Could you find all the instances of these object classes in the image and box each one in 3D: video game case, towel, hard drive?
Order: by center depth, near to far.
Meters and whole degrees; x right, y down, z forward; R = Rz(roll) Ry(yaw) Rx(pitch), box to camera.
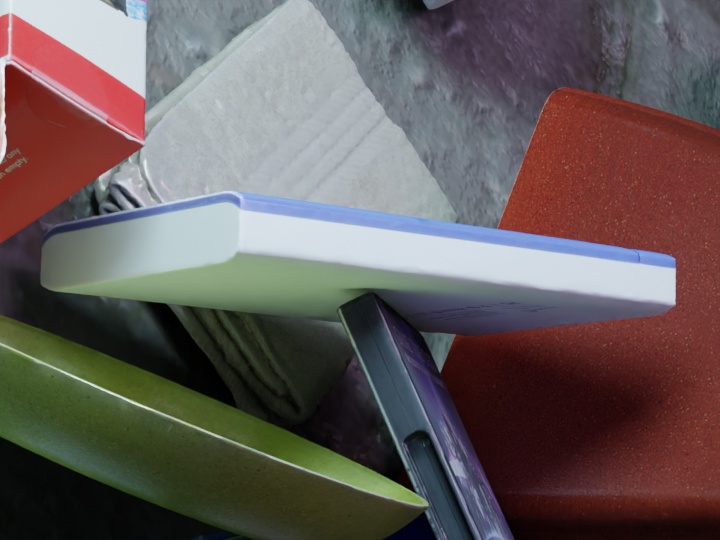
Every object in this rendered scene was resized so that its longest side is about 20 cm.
[{"bbox_3d":[0.000,0.000,1.069,0.199,0.132,0.026,7,81,-36],"label":"hard drive"},{"bbox_3d":[0.048,0.110,1.070,0.201,0.019,0.143,65,4,11],"label":"video game case"},{"bbox_3d":[-0.032,-0.026,1.195,0.133,0.034,0.200,55,33,-9],"label":"towel"}]

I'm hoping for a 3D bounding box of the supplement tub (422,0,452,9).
[{"bbox_3d":[0.032,-0.240,1.354,0.201,0.145,0.145,58,32,0],"label":"supplement tub"}]

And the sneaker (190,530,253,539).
[{"bbox_3d":[-0.083,0.110,0.937,0.200,0.105,0.076,37,12,-41],"label":"sneaker"}]

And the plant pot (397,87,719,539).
[{"bbox_3d":[0.167,0.057,1.192,0.199,0.176,0.201,31,75,-35],"label":"plant pot"}]

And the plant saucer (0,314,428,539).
[{"bbox_3d":[-0.074,0.055,0.975,0.199,0.199,0.031,24,88,-42],"label":"plant saucer"}]

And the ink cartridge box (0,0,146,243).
[{"bbox_3d":[-0.137,-0.077,1.017,0.067,0.116,0.201,31,42,-36],"label":"ink cartridge box"}]

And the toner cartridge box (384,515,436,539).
[{"bbox_3d":[0.018,0.187,1.079,0.095,0.043,0.201,24,46,-42],"label":"toner cartridge box"}]
